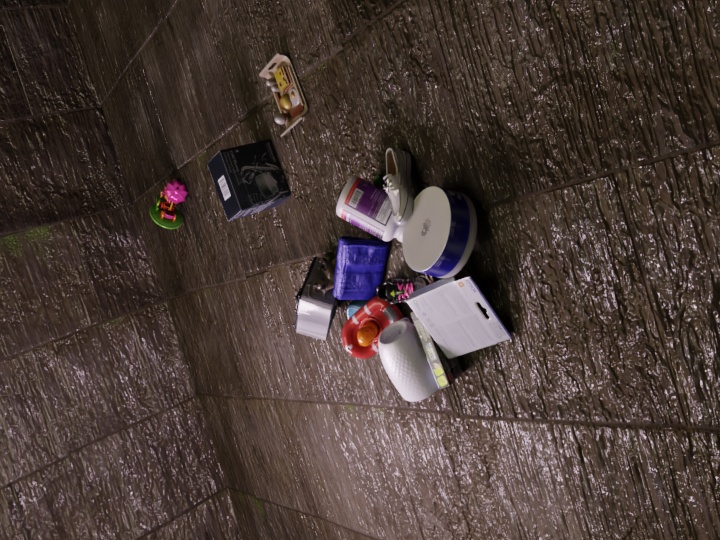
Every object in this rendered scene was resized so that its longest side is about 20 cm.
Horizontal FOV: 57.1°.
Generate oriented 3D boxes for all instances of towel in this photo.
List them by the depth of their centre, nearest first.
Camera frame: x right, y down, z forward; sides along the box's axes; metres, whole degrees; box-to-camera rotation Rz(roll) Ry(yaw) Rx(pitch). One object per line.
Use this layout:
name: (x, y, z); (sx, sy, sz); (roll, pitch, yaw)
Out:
towel: (0.000, 0.000, 1.852); (0.050, 0.142, 0.205); (-98, 14, -52)

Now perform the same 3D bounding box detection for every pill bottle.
pill bottle: (0.042, -0.151, 1.701); (0.196, 0.113, 0.114); (28, 134, 5)

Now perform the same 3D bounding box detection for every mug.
mug: (0.129, 0.212, 1.758); (0.145, 0.202, 0.177); (-24, 117, 21)

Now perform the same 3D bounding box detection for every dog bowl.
dog bowl: (0.181, -0.090, 1.543); (0.199, 0.077, 0.207); (-31, 53, 54)

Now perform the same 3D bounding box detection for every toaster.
toaster: (-0.131, 0.093, 2.018); (0.115, 0.203, 0.184); (16, 135, 4)

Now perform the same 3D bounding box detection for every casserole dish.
casserole dish: (0.020, 0.155, 1.987); (0.197, 0.038, 0.125); (11, 116, 50)

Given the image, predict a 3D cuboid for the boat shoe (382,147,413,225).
boat shoe: (0.084, -0.209, 1.616); (0.070, 0.068, 0.207); (-28, 53, 54)

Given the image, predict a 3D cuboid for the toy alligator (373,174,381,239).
toy alligator: (0.038, -0.155, 1.795); (0.059, 0.053, 0.206); (24, 125, 45)

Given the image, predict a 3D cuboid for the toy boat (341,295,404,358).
toy boat: (0.025, 0.171, 1.858); (0.199, 0.130, 0.132); (-40, 88, 28)

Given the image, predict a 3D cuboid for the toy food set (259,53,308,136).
toy food set: (-0.236, -0.523, 1.978); (0.142, 0.059, 0.206); (-21, 89, 55)

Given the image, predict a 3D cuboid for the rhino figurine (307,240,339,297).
rhino figurine: (-0.084, 0.004, 1.933); (0.087, 0.201, 0.060); (35, 159, 20)

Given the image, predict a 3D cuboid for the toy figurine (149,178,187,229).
toy figurine: (-0.802, -0.315, 2.819); (0.185, 0.147, 0.204); (-52, 40, 36)

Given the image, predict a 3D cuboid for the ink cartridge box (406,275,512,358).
ink cartridge box: (0.239, 0.107, 1.587); (0.197, 0.041, 0.201); (-23, 112, 39)

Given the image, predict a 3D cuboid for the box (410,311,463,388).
box: (0.198, 0.187, 1.699); (0.034, 0.109, 0.206); (-21, 89, 29)

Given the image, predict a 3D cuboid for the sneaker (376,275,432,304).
sneaker: (0.113, 0.056, 1.763); (0.197, 0.086, 0.076); (-1, 98, 53)

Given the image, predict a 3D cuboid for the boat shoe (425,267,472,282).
boat shoe: (0.194, -0.009, 1.642); (0.200, 0.071, 0.077); (43, 137, 32)

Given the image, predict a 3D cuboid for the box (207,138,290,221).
box: (-0.361, -0.293, 2.143); (0.123, 0.193, 0.206); (-22, 89, 53)
